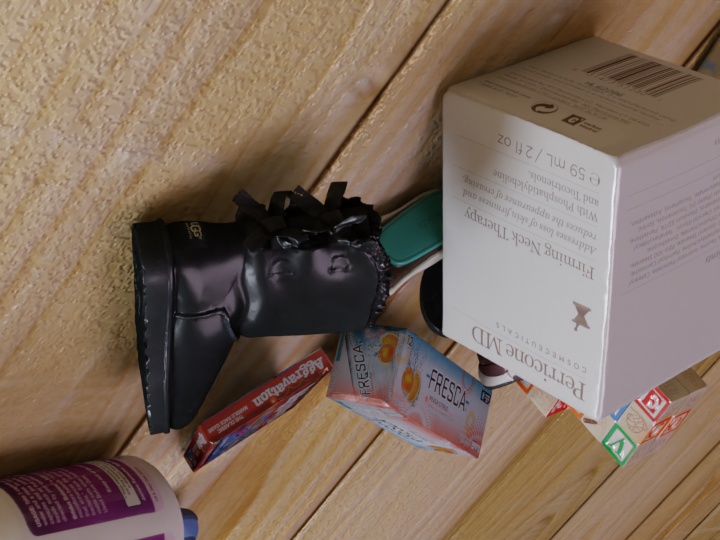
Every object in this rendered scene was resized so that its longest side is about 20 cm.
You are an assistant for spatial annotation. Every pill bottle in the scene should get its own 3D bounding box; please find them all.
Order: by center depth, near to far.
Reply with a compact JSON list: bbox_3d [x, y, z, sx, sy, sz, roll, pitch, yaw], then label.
[{"bbox_3d":[-0.229,0.199,0.976,0.199,0.113,0.113,-3,136,-49],"label":"pill bottle"}]

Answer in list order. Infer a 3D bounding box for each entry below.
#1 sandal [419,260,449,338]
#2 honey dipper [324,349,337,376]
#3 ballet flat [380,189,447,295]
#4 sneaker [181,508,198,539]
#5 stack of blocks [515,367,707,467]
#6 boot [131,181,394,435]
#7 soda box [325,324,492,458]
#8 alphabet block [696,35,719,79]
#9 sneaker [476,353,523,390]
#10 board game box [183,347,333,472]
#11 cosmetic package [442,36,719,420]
[{"bbox_3d":[0.123,-0.026,1.137,0.200,0.075,0.048,-41,167,-18],"label":"sandal"},{"bbox_3d":[0.009,0.104,1.232,0.038,0.038,0.200,-43,149,6],"label":"honey dipper"},{"bbox_3d":[0.000,0.000,1.034,0.199,0.070,0.070,-26,150,-31],"label":"ballet flat"},{"bbox_3d":[-0.202,0.283,1.172,0.200,0.082,0.074,-45,152,5],"label":"sneaker"},{"bbox_3d":[0.200,0.077,1.249,0.058,0.200,0.116,-15,143,-41],"label":"stack of blocks"},{"bbox_3d":[-0.068,0.030,0.922,0.160,0.074,0.200,-6,137,-14],"label":"boot"},{"bbox_3d":[0.046,0.105,1.198,0.200,0.063,0.069,38,62,-57],"label":"soda box"},{"bbox_3d":[0.396,-0.103,1.244,0.195,0.196,0.201,-11,140,-41],"label":"alphabet block"},{"bbox_3d":[0.146,0.027,1.178,0.075,0.117,0.199,-24,178,-37],"label":"sneaker"},{"bbox_3d":[-0.082,0.109,1.054,0.102,0.020,0.200,-33,174,-16],"label":"board game box"},{"bbox_3d":[0.171,-0.037,1.008,0.165,0.167,0.202,-23,125,-34],"label":"cosmetic package"}]
